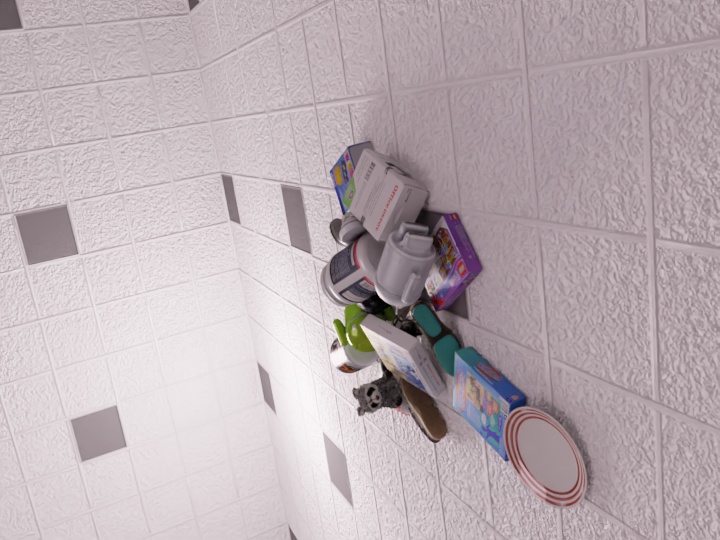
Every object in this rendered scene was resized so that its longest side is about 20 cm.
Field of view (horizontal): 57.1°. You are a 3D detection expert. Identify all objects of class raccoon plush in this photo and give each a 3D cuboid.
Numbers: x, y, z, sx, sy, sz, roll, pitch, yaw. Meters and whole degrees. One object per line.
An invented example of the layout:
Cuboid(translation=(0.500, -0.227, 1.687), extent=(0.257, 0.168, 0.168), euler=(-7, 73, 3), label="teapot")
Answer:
Cuboid(translation=(0.027, 0.346, 1.749), extent=(0.098, 0.131, 0.201), euler=(64, 156, 22), label="raccoon plush")

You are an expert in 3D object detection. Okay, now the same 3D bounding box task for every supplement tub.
Cuboid(translation=(0.000, 0.000, 1.668), extent=(0.199, 0.138, 0.143), euler=(-31, 74, 46), label="supplement tub")
Cuboid(translation=(-0.022, 0.242, 1.994), extent=(0.125, 0.120, 0.200), euler=(71, 158, 10), label="supplement tub")

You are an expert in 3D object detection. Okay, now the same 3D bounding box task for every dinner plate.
Cuboid(translation=(0.352, 0.352, 1.258), extent=(0.199, 0.024, 0.205), euler=(32, 130, 47), label="dinner plate")

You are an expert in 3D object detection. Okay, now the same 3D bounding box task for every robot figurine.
Cuboid(translation=(0.014, 0.142, 1.814), extent=(0.117, 0.172, 0.201), euler=(59, -169, -29), label="robot figurine")
Cuboid(translation=(0.095, -0.006, 1.445), extent=(0.171, 0.110, 0.203), euler=(-100, 23, -55), label="robot figurine")

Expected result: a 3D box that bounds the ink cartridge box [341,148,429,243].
Cuboid(translation=(0.054, -0.172, 1.548), extent=(0.200, 0.083, 0.148), euler=(50, 121, 47), label="ink cartridge box")

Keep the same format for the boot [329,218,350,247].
Cuboid(translation=(-0.011, -0.108, 1.853), extent=(0.201, 0.067, 0.132), euler=(53, 145, 29), label="boot")

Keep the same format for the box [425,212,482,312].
Cuboid(translation=(0.186, -0.014, 1.447), extent=(0.201, 0.038, 0.139), euler=(120, 133, -60), label="box")

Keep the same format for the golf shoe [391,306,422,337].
Cuboid(translation=(0.118, 0.123, 1.676), extent=(0.200, 0.076, 0.097), euler=(139, 137, -68), label="golf shoe")

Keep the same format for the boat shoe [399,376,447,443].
Cuboid(translation=(0.153, 0.354, 1.710), extent=(0.202, 0.071, 0.065), euler=(57, 147, 26), label="boat shoe")

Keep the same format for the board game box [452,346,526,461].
Cuboid(translation=(0.270, 0.281, 1.414), extent=(0.200, 0.044, 0.156), euler=(43, 142, 52), label="board game box")

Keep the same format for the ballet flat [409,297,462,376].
Cuboid(translation=(0.178, 0.145, 1.512), extent=(0.202, 0.067, 0.075), euler=(56, -169, -8), label="ballet flat")

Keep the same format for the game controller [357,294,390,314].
Cuboid(translation=(0.024, 0.055, 1.796), extent=(0.200, 0.102, 0.043), euler=(41, 144, 54), label="game controller")

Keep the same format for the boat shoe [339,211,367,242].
Cuboid(translation=(-0.017, -0.115, 1.630), extent=(0.067, 0.071, 0.200), euler=(59, -163, 5), label="boat shoe")

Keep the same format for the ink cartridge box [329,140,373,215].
Cuboid(translation=(-0.015, -0.233, 1.758), extent=(0.200, 0.075, 0.140), euler=(141, 113, -68), label="ink cartridge box")

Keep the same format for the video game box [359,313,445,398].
Cuboid(translation=(0.104, 0.211, 1.641), extent=(0.198, 0.047, 0.184), euler=(24, 149, 51), label="video game box")

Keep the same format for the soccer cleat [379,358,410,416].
Cuboid(translation=(0.101, 0.317, 1.813), extent=(0.200, 0.067, 0.087), euler=(-128, 21, -54), label="soccer cleat")
